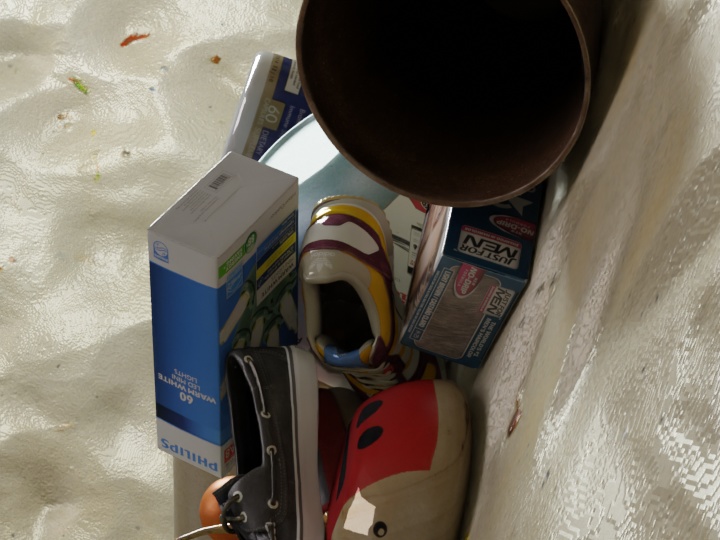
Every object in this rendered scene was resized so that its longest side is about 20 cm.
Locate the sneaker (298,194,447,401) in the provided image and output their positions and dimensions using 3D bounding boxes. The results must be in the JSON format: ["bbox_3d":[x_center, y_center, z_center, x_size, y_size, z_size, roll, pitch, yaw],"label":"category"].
[{"bbox_3d":[0.001,0.050,1.427,0.090,0.075,0.200,-70,-35,-47],"label":"sneaker"}]

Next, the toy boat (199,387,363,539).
[{"bbox_3d":[-0.055,0.167,1.548,0.200,0.130,0.131,124,133,-71],"label":"toy boat"}]

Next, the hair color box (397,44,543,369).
[{"bbox_3d":[0.081,-0.045,1.415,0.100,0.060,0.200,114,172,-48],"label":"hair color box"}]

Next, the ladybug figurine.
[{"bbox_3d":[0.022,0.137,1.334,0.200,0.072,0.136,-83,13,-65],"label":"ladybug figurine"}]

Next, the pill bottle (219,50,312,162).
[{"bbox_3d":[-0.008,-0.099,1.741,0.111,0.199,0.111,-162,90,-85],"label":"pill bottle"}]

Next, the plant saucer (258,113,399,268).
[{"bbox_3d":[-0.029,-0.075,1.527,0.201,0.039,0.201,-32,23,15],"label":"plant saucer"}]

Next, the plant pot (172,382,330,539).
[{"bbox_3d":[-0.081,0.171,1.761,0.201,0.200,0.184,-90,9,-73],"label":"plant pot"}]

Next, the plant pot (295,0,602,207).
[{"bbox_3d":[0.080,-0.168,1.351,0.200,0.187,0.187,-55,-10,-55],"label":"plant pot"}]

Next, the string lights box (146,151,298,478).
[{"bbox_3d":[-0.092,0.032,1.440,0.103,0.059,0.200,-47,-30,-42],"label":"string lights box"}]

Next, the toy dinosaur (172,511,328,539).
[{"bbox_3d":[-0.033,0.186,1.414,0.200,0.106,0.061,21,112,44],"label":"toy dinosaur"}]

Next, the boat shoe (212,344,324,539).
[{"bbox_3d":[-0.063,0.141,1.358,0.070,0.066,0.201,138,135,-62],"label":"boat shoe"}]

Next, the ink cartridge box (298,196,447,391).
[{"bbox_3d":[0.000,0.000,1.603,0.083,0.146,0.200,-58,12,29],"label":"ink cartridge box"}]
